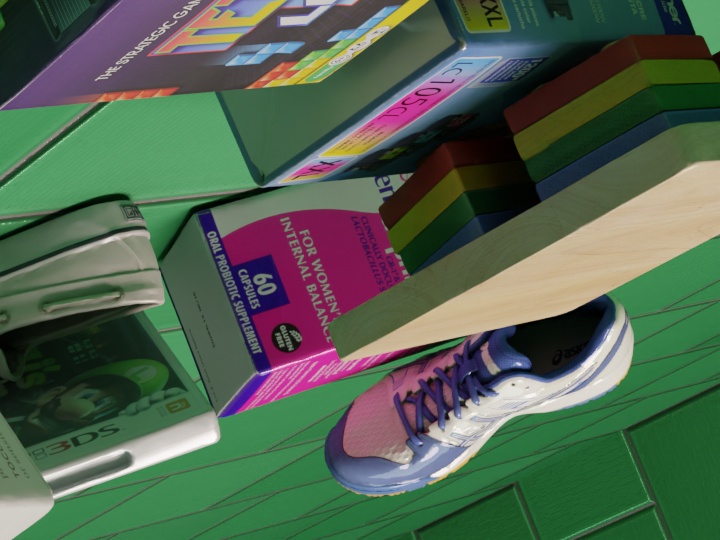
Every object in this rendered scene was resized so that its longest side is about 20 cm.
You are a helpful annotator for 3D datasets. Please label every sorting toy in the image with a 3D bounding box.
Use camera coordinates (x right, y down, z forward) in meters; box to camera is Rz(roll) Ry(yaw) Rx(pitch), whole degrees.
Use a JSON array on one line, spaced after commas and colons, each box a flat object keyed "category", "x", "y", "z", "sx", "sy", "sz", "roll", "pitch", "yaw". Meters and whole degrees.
[{"category": "sorting toy", "x": 0.104, "y": -0.040, "z": 0.985, "sx": 0.199, "sy": 0.070, "sz": 0.200, "roll": -30, "pitch": 168, "yaw": 34}]

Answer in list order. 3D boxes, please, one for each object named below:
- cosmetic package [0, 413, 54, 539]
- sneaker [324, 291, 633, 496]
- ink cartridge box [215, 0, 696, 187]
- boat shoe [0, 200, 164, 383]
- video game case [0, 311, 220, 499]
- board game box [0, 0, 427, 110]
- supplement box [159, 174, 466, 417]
[{"category": "cosmetic package", "x": -0.273, "y": 0.082, "z": 0.913, "sx": 0.167, "sy": 0.166, "sz": 0.200, "roll": -39, "pitch": 164, "yaw": 13}, {"category": "sneaker", "x": 0.066, "y": 0.062, "z": 1.278, "sx": 0.200, "sy": 0.075, "sz": 0.088, "roll": -28, "pitch": 158, "yaw": -6}, {"category": "ink cartridge box", "x": 0.051, "y": -0.102, "z": 0.965, "sx": 0.200, "sy": 0.076, "sz": 0.136, "roll": -11, "pitch": 165, "yaw": -48}, {"category": "boat shoe", "x": -0.197, "y": 0.030, "z": 1.135, "sx": 0.200, "sy": 0.066, "sz": 0.072, "roll": -22, "pitch": 169, "yaw": 2}, {"category": "video game case", "x": -0.189, "y": 0.069, "z": 1.153, "sx": 0.182, "sy": 0.023, "sz": 0.200, "roll": -18, "pitch": -153, "yaw": -15}, {"category": "board game box", "x": -0.022, "y": -0.127, "z": 0.761, "sx": 0.165, "sy": 0.057, "sz": 0.200, "roll": -12, "pitch": 165, "yaw": -44}, {"category": "supplement box", "x": 0.000, "y": 0.000, "z": 1.267, "sx": 0.200, "sy": 0.101, "sz": 0.103, "roll": -18, "pitch": 168, "yaw": -23}]
